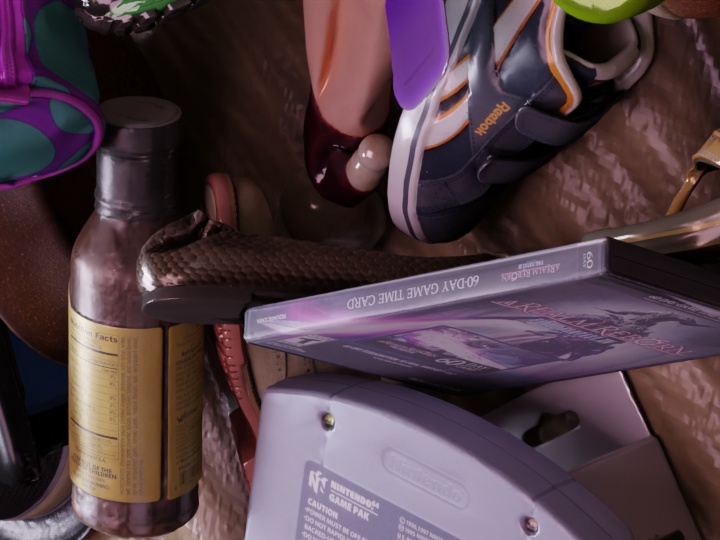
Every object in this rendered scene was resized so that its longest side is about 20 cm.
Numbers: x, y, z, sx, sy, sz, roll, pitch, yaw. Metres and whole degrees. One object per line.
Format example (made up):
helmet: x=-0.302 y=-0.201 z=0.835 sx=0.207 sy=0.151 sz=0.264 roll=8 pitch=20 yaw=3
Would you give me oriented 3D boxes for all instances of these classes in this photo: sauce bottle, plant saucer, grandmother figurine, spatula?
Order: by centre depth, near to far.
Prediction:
spatula: x=0.034 y=-0.158 z=1.252 sx=0.057 sy=0.020 sz=0.201 roll=131 pitch=154 yaw=-57
grandmother figurine: x=-0.007 y=-0.079 z=1.352 sx=0.060 sy=0.122 sz=0.201 roll=9 pitch=130 yaw=-3
sauce bottle: x=-0.101 y=0.021 z=1.359 sx=0.065 sy=0.065 sz=0.201 roll=23 pitch=119 yaw=38
plant saucer: x=-0.135 y=-0.056 z=1.419 sx=0.036 sy=0.200 sz=0.202 roll=-13 pitch=95 yaw=26

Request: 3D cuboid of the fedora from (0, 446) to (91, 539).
fedora: x=-0.218 y=0.077 z=1.605 sx=0.200 sy=0.091 sz=0.202 roll=17 pitch=116 yaw=40

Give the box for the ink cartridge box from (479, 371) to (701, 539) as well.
ink cartridge box: x=0.099 y=0.153 z=1.337 sx=0.116 sy=0.067 sz=0.201 roll=-30 pitch=81 yaw=45

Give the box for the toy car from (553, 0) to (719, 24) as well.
toy car: x=0.181 y=-0.175 z=1.094 sx=0.199 sy=0.164 sz=0.159 roll=-1 pitch=103 yaw=32

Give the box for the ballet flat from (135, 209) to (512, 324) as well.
ballet flat: x=0.000 y=0.000 z=1.316 sx=0.067 sy=0.199 sz=0.047 roll=119 pitch=151 yaw=-71

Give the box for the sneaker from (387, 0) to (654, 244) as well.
sneaker: x=0.071 y=-0.079 z=1.279 sx=0.079 sy=0.078 sz=0.201 roll=34 pitch=132 yaw=20

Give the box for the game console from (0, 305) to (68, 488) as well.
game console: x=-0.158 y=-0.009 z=1.455 sx=0.176 sy=0.116 sz=0.201 roll=178 pitch=76 yaw=-73

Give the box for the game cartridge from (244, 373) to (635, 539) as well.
game cartridge: x=0.032 y=0.126 z=1.318 sx=0.199 sy=0.041 sz=0.134 roll=26 pitch=122 yaw=35

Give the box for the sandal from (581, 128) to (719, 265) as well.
sandal: x=0.172 y=-0.041 z=1.198 sx=0.200 sy=0.080 sz=0.054 roll=-24 pitch=71 yaw=45

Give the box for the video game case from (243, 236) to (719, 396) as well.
video game case: x=0.070 y=0.022 z=1.262 sx=0.199 sy=0.142 sz=0.019 roll=-10 pitch=72 yaw=42

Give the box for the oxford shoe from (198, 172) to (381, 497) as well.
oxford shoe: x=-0.031 y=0.036 z=1.395 sx=0.071 sy=0.073 sz=0.201 roll=-110 pitch=7 yaw=-54

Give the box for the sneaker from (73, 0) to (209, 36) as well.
sneaker: x=-0.058 y=-0.182 z=1.294 sx=0.085 sy=0.200 sz=0.078 roll=42 pitch=169 yaw=-10

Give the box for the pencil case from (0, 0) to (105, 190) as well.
pencil case: x=-0.162 y=-0.137 z=1.323 sx=0.093 sy=0.085 sz=0.201 roll=110 pitch=155 yaw=-61
